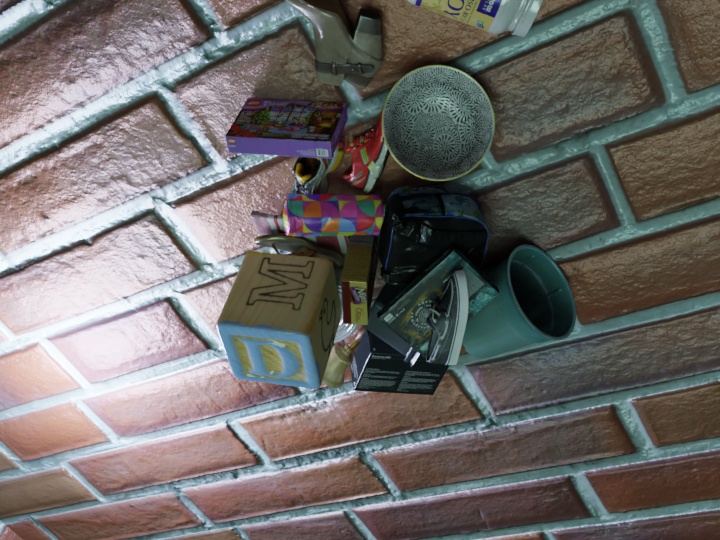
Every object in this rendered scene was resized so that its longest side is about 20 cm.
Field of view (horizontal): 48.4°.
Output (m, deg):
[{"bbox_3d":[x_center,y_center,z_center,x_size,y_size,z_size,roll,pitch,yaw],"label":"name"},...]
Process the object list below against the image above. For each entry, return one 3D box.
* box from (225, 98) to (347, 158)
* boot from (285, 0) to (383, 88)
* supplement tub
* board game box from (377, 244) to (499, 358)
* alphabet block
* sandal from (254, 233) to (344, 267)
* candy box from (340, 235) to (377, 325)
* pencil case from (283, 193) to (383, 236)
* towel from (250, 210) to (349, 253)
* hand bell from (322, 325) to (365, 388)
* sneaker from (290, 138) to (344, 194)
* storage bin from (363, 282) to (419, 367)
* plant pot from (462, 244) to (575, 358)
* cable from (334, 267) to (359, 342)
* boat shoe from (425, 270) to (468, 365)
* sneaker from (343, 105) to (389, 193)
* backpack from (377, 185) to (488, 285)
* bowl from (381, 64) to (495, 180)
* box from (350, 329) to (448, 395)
[{"bbox_3d":[-0.134,-0.265,1.481,0.198,0.137,0.039,5,132,11],"label":"box"},{"bbox_3d":[-0.054,-0.398,1.394,0.199,0.070,0.147,20,134,-1],"label":"boot"},{"bbox_3d":[0.181,-0.453,1.230,0.199,0.146,0.146,20,132,-1],"label":"supplement tub"},{"bbox_3d":[0.148,0.062,1.525,0.200,0.028,0.135,-43,112,16],"label":"board game box"},{"bbox_3d":[-0.161,0.102,1.652,0.195,0.201,0.196,7,140,11],"label":"alphabet block"},{"bbox_3d":[-0.128,-0.033,1.689,0.199,0.054,0.080,19,160,-23],"label":"sandal"},{"bbox_3d":[0.000,0.000,1.627,0.056,0.201,0.117,4,130,7],"label":"candy box"},{"bbox_3d":[-0.051,-0.108,1.546,0.198,0.089,0.089,-1,133,-12],"label":"pencil case"},{"bbox_3d":[-0.119,-0.080,1.668,0.198,0.023,0.144,8,162,8],"label":"towel"},{"bbox_3d":[-0.020,0.175,1.873,0.104,0.104,0.200,36,118,-16],"label":"hand bell"},{"bbox_3d":[-0.106,-0.184,1.567,0.078,0.082,0.201,42,132,21],"label":"sneaker"},{"bbox_3d":[0.096,0.085,1.691,0.134,0.200,0.146,30,132,4],"label":"storage bin"},{"bbox_3d":[0.299,0.080,1.632,0.200,0.201,0.196,39,137,-18],"label":"plant pot"},{"bbox_3d":[-0.088,0.073,1.801,0.199,0.069,0.200,35,130,-15],"label":"cable"},{"bbox_3d":[0.156,0.090,1.489,0.067,0.072,0.201,1,124,-7],"label":"boat shoe"},{"bbox_3d":[0.014,-0.232,1.513,0.084,0.077,0.201,24,131,1],"label":"sneaker"},{"bbox_3d":[0.139,-0.075,1.553,0.198,0.148,0.184,0,133,-9],"label":"backpack"},{"bbox_3d":[0.132,-0.253,1.426,0.199,0.202,0.094,20,176,-2],"label":"bowl"},{"bbox_3d":[0.092,0.208,1.823,0.198,0.079,0.142,6,137,-17],"label":"box"}]
